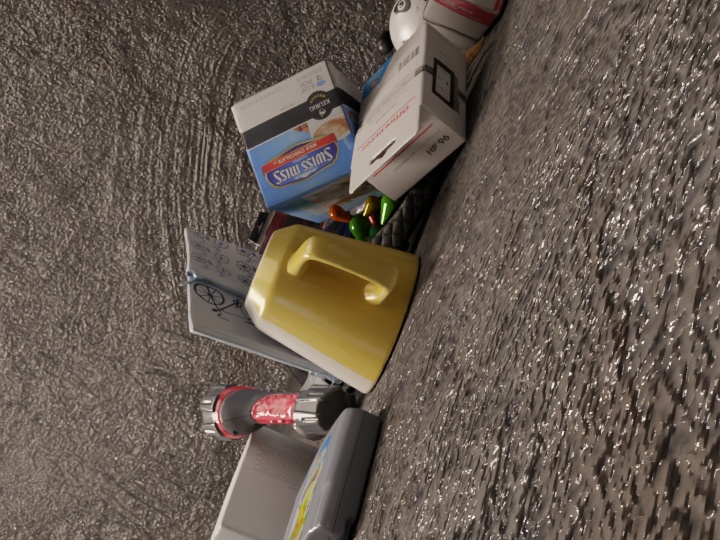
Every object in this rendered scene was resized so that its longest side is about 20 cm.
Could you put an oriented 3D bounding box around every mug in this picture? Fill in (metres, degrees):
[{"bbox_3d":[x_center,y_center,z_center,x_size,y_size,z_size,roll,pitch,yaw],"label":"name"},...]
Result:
[{"bbox_3d":[-0.029,0.014,0.879,0.150,0.151,0.188,-72,6,-53],"label":"mug"}]

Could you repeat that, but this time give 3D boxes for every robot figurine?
[{"bbox_3d":[0.106,-0.390,1.324,0.201,0.123,0.152,-75,8,-61],"label":"robot figurine"}]

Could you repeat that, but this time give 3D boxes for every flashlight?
[{"bbox_3d":[-0.100,0.160,0.976,0.198,0.068,0.069,-8,55,44],"label":"flashlight"}]

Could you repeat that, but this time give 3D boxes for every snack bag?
[{"bbox_3d":[-0.112,0.035,0.961,0.022,0.186,0.201,-57,25,23],"label":"snack bag"}]

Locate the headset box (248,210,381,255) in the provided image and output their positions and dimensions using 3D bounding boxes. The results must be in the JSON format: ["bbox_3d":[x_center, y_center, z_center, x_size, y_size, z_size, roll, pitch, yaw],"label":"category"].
[{"bbox_3d":[-0.067,-0.032,1.284,0.075,0.197,0.151,121,170,-63],"label":"headset box"}]

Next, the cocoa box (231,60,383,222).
[{"bbox_3d":[-0.046,-0.149,1.062,0.200,0.131,0.133,7,-118,-74],"label":"cocoa box"}]

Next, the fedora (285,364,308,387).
[{"bbox_3d":[-0.072,0.102,1.218,0.091,0.202,0.201,-37,0,-7],"label":"fedora"}]

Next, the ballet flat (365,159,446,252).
[{"bbox_3d":[0.049,-0.083,0.968,0.066,0.056,0.203,163,132,-86],"label":"ballet flat"}]

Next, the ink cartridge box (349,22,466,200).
[{"bbox_3d":[0.053,-0.160,0.930,0.116,0.067,0.202,-39,30,37],"label":"ink cartridge box"}]

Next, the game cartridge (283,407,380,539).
[{"bbox_3d":[-0.035,0.214,0.770,0.201,0.040,0.134,115,178,-46],"label":"game cartridge"}]

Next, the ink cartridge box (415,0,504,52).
[{"bbox_3d":[0.140,-0.369,1.070,0.200,0.083,0.148,164,127,-87],"label":"ink cartridge box"}]

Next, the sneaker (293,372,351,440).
[{"bbox_3d":[-0.030,0.114,1.063,0.080,0.070,0.202,-49,19,35],"label":"sneaker"}]

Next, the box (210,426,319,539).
[{"bbox_3d":[-0.115,0.292,0.985,0.201,0.096,0.126,-77,10,-69],"label":"box"}]

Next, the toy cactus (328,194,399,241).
[{"bbox_3d":[0.000,0.000,1.101,0.166,0.100,0.204,95,-175,-69],"label":"toy cactus"}]

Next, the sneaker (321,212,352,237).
[{"bbox_3d":[-0.065,-0.018,1.154,0.076,0.077,0.202,-58,7,47],"label":"sneaker"}]

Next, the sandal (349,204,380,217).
[{"bbox_3d":[0.048,-0.126,1.257,0.079,0.059,0.207,-40,10,33],"label":"sandal"}]

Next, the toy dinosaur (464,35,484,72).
[{"bbox_3d":[0.110,-0.226,1.061,0.202,0.059,0.107,-63,35,39],"label":"toy dinosaur"}]
